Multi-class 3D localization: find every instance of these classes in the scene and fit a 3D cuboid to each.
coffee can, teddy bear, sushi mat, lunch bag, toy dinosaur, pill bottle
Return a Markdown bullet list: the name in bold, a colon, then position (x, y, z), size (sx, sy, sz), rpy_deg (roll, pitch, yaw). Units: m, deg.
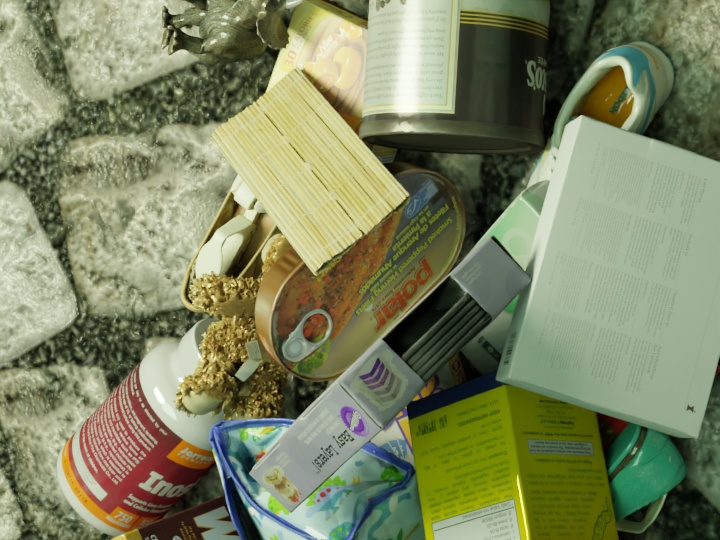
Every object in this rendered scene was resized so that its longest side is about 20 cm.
- **coffee can**: position (0.076, -0.197, 1.356), size (0.145, 0.146, 0.202), rpy_deg (3, 89, 28)
- **teddy bear**: position (-0.082, 0.045, 1.456), size (0.067, 0.144, 0.202), rpy_deg (-124, 43, -57)
- **sushi mat**: position (-0.043, -0.082, 1.396), size (0.095, 0.012, 0.200), rpy_deg (-36, 48, -3)
- **lunch bag**: position (-0.034, 0.218, 1.439), size (0.199, 0.127, 0.171), rpy_deg (23, 143, 43)
- **toy dinosaur**: position (-0.115, -0.203, 1.487), size (0.200, 0.101, 0.078), rpy_deg (156, 124, -70)
- **pill bottle**: position (-0.175, 0.139, 1.568), size (0.200, 0.113, 0.113), rpy_deg (-46, 74, 25)

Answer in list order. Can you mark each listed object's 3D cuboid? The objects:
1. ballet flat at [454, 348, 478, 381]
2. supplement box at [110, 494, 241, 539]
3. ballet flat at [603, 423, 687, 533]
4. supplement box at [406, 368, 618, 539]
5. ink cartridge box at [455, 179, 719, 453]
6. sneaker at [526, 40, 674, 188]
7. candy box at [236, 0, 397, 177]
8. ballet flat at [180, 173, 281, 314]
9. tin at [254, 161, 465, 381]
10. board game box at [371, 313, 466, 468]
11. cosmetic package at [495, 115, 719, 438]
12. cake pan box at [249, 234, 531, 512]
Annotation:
- **ballet flat**: position (0.021, 0.045, 1.493), size (0.199, 0.046, 0.068), rpy_deg (21, 133, 31)
- **supplement box**: position (-0.190, 0.306, 1.545), size (0.196, 0.199, 0.134), rpy_deg (-31, 81, 28)
- **ballet flat**: position (0.188, 0.200, 1.401), size (0.070, 0.067, 0.200), rpy_deg (38, 125, -6)
- **supplement box**: position (0.121, 0.187, 1.338), size (0.108, 0.109, 0.202), rpy_deg (-24, 68, 43)
- **ink cartridge box**: position (0.161, 0.052, 1.374), size (0.200, 0.050, 0.161), rpy_deg (50, 136, 11)
- **sneaker**: position (0.171, -0.086, 1.370), size (0.076, 0.081, 0.201), rpy_deg (31, 111, 21)
- **candy box**: position (-0.028, -0.117, 1.490), size (0.115, 0.055, 0.202), rpy_deg (28, 109, 24)
- **ballet flat**: position (-0.091, -0.043, 1.467), size (0.068, 0.063, 0.201), rpy_deg (36, 113, 21)
- **tin**: position (0.000, 0.000, 1.402), size (0.200, 0.112, 0.042), rpy_deg (-45, 32, -10)
- **board game box**: position (0.053, 0.133, 1.448), size (0.095, 0.030, 0.202), rpy_deg (-10, 101, 30)
- **cosmetic package**: position (0.199, 0.006, 1.286), size (0.149, 0.052, 0.202), rpy_deg (18, 83, -5)
- **cake pan box**: position (0.022, 0.076, 1.285), size (0.052, 0.184, 0.200), rpy_deg (44, 145, 2)
